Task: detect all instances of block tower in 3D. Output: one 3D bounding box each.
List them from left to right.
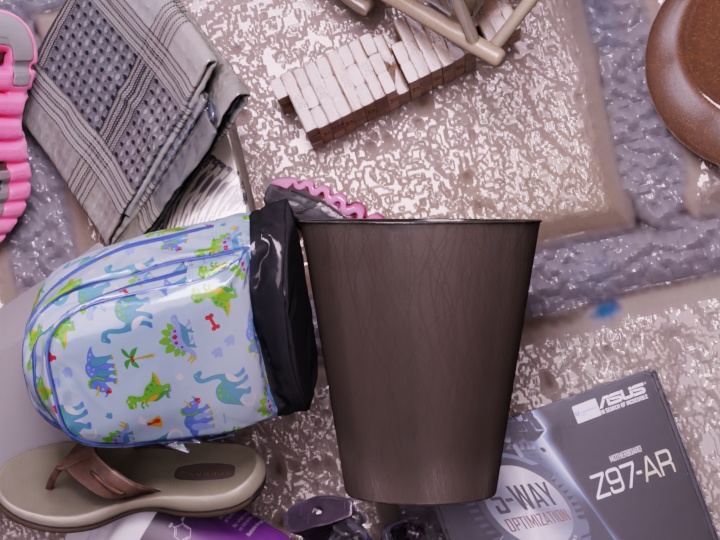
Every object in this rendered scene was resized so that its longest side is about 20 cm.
[{"bbox_3d":[0.029,-0.165,1.522,0.199,0.054,0.058,-25,79,-1],"label":"block tower"}]

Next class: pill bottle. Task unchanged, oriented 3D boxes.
[{"bbox_3d":[-0.119,0.227,1.432,0.199,0.112,0.113,29,83,7],"label":"pill bottle"}]

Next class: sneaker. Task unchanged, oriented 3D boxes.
[{"bbox_3d":[-0.312,-0.110,1.520,0.079,0.095,0.202,6,99,-37],"label":"sneaker"},{"bbox_3d":[0.000,0.000,1.492,0.199,0.079,0.096,31,94,9],"label":"sneaker"}]

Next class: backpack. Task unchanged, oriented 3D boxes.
[{"bbox_3d":[-0.140,0.048,1.346,0.198,0.154,0.164,-1,118,9],"label":"backpack"}]

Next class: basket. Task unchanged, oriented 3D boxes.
[{"bbox_3d":[0.043,0.063,1.388,0.179,0.136,0.202,0,92,-10],"label":"basket"}]

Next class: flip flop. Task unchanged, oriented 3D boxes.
[{"bbox_3d":[-0.168,0.143,1.380,0.198,0.058,0.081,-2,44,7],"label":"flip flop"}]

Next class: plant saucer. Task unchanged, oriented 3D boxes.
[{"bbox_3d":[0.322,-0.175,1.495,0.198,0.037,0.202,-4,68,11],"label":"plant saucer"}]

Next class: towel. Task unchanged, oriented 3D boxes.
[{"bbox_3d":[-0.186,-0.133,1.467,0.200,0.034,0.193,52,120,26],"label":"towel"}]

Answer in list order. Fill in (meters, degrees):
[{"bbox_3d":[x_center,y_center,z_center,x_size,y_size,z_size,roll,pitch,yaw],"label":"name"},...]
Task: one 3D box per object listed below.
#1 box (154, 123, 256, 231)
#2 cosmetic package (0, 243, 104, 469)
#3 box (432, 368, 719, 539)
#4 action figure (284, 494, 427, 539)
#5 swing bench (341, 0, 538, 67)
[{"bbox_3d":[-0.119,-0.026,1.498,0.081,0.068,0.202,-15,79,1],"label":"box"},{"bbox_3d":[-0.248,0.083,1.448,0.199,0.090,0.107,-33,114,7],"label":"cosmetic package"},{"bbox_3d":[0.160,0.183,1.460,0.198,0.044,0.162,-19,80,0],"label":"box"},{"bbox_3d":[0.015,0.235,1.389,0.069,0.200,0.131,-15,58,17],"label":"action figure"},{"bbox_3d":[0.070,-0.294,1.478,0.199,0.130,0.199,25,67,36],"label":"swing bench"}]
